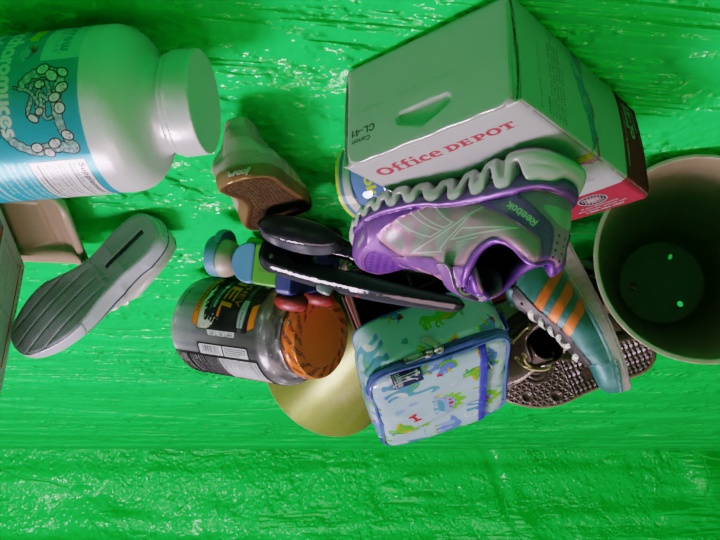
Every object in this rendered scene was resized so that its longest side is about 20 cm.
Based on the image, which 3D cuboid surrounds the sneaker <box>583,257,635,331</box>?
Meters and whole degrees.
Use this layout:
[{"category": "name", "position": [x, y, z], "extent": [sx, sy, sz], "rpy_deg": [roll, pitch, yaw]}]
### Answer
[{"category": "sneaker", "position": [0.318, 0.020, 0.987], "extent": [0.075, 0.071, 0.200], "rpy_deg": [-33, 150, 9]}]

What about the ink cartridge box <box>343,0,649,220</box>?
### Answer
[{"category": "ink cartridge box", "position": [0.106, -0.100, 0.601], "extent": [0.147, 0.086, 0.200], "rpy_deg": [-16, 154, 37]}]

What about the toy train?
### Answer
[{"category": "toy train", "position": [-0.077, -0.011, 0.877], "extent": [0.116, 0.085, 0.200], "rpy_deg": [10, -175, 20]}]

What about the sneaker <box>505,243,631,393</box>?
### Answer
[{"category": "sneaker", "position": [0.190, 0.035, 0.773], "extent": [0.080, 0.200, 0.071], "rpy_deg": [-27, 166, 11]}]

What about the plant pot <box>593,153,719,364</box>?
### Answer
[{"category": "plant pot", "position": [0.320, 0.002, 0.795], "extent": [0.187, 0.188, 0.200], "rpy_deg": [-5, 171, 10]}]

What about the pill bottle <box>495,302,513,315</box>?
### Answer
[{"category": "pill bottle", "position": [0.148, 0.068, 1.031], "extent": [0.113, 0.113, 0.200], "rpy_deg": [12, 157, -32]}]

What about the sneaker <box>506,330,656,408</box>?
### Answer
[{"category": "sneaker", "position": [0.265, 0.123, 0.991], "extent": [0.200, 0.071, 0.076], "rpy_deg": [-14, 180, 16]}]

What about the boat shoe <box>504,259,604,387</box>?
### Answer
[{"category": "boat shoe", "position": [0.197, 0.074, 0.877], "extent": [0.072, 0.060, 0.200], "rpy_deg": [20, 131, -17]}]

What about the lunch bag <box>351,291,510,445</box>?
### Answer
[{"category": "lunch bag", "position": [0.079, 0.106, 0.840], "extent": [0.161, 0.083, 0.200], "rpy_deg": [-18, 147, -6]}]

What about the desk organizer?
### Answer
[{"category": "desk organizer", "position": [0.083, 0.012, 0.847], "extent": [0.200, 0.072, 0.077], "rpy_deg": [-20, 158, -6]}]

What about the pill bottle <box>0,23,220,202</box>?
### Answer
[{"category": "pill bottle", "position": [-0.200, -0.105, 0.534], "extent": [0.200, 0.111, 0.111], "rpy_deg": [-4, 160, 7]}]

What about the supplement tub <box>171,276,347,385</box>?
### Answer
[{"category": "supplement tub", "position": [-0.121, 0.071, 0.955], "extent": [0.200, 0.123, 0.122], "rpy_deg": [2, 166, 37]}]

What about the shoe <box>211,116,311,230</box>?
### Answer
[{"category": "shoe", "position": [-0.086, -0.080, 0.701], "extent": [0.070, 0.053, 0.200], "rpy_deg": [-17, 171, 0]}]

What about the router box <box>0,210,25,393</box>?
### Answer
[{"category": "router box", "position": [-0.369, 0.058, 0.746], "extent": [0.049, 0.200, 0.180], "rpy_deg": [7, 160, -13]}]

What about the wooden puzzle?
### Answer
[{"category": "wooden puzzle", "position": [-0.381, -0.050, 0.799], "extent": [0.200, 0.037, 0.185], "rpy_deg": [7, 160, -9]}]

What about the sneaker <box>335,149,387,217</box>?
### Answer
[{"category": "sneaker", "position": [0.062, -0.060, 0.731], "extent": [0.082, 0.074, 0.200], "rpy_deg": [-17, 156, 32]}]

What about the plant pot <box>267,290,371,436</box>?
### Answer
[{"category": "plant pot", "position": [0.000, 0.091, 1.034], "extent": [0.187, 0.187, 0.200], "rpy_deg": [10, 143, -29]}]

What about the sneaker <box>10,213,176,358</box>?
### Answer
[{"category": "sneaker", "position": [-0.273, 0.024, 0.839], "extent": [0.200, 0.073, 0.071], "rpy_deg": [-38, 160, 0]}]

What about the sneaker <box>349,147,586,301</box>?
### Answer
[{"category": "sneaker", "position": [0.069, -0.018, 0.576], "extent": [0.200, 0.089, 0.080], "rpy_deg": [-15, 157, 42]}]

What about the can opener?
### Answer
[{"category": "can opener", "position": [0.000, 0.000, 0.727], "extent": [0.200, 0.063, 0.079], "rpy_deg": [18, -177, 4]}]
